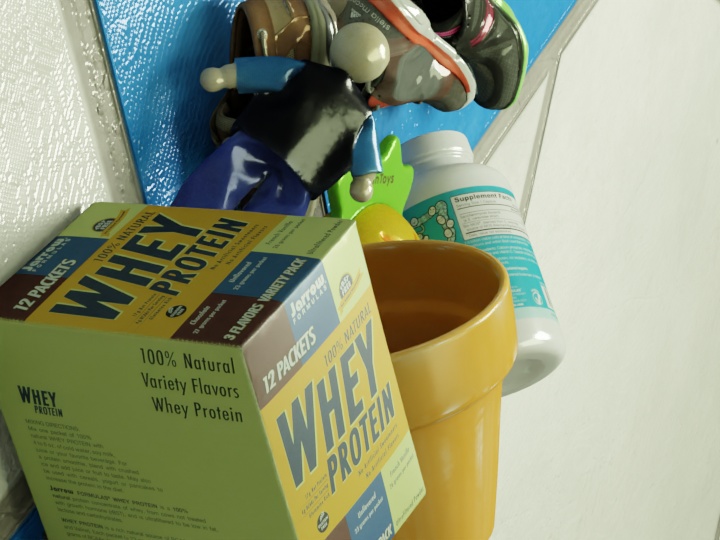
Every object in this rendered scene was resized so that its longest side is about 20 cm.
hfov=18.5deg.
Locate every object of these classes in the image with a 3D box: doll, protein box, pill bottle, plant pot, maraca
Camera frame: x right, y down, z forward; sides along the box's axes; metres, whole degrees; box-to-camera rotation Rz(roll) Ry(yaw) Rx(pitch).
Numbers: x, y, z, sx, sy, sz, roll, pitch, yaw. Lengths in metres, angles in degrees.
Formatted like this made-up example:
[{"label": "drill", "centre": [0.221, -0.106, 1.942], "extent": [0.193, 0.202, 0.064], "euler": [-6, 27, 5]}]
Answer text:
[{"label": "doll", "centre": [-0.053, -0.082, 1.438], "extent": [0.200, 0.136, 0.048], "euler": [-49, -171, -3]}, {"label": "protein box", "centre": [-0.094, 0.081, 1.325], "extent": [0.135, 0.198, 0.200], "euler": [-48, 134, -45]}, {"label": "pill bottle", "centre": [0.079, -0.006, 1.717], "extent": [0.111, 0.111, 0.200], "euler": [36, 33, -63]}, {"label": "plant pot", "centre": [0.016, 0.102, 1.493], "extent": [0.200, 0.200, 0.184], "euler": [-42, 127, -52]}, {"label": "maraca", "centre": [0.000, 0.000, 1.625], "extent": [0.137, 0.107, 0.200], "euler": [-11, 111, -63]}]

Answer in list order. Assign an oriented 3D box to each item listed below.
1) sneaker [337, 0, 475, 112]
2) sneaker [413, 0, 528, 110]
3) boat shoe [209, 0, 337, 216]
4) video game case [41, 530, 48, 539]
[{"label": "sneaker", "centre": [0.021, -0.157, 1.673], "extent": [0.082, 0.077, 0.200], "euler": [-48, 151, 1]}, {"label": "sneaker", "centre": [0.074, -0.203, 1.748], "extent": [0.084, 0.077, 0.200], "euler": [-51, 135, -31]}, {"label": "boat shoe", "centre": [-0.069, -0.095, 1.498], "extent": [0.072, 0.076, 0.200], "euler": [-4, 111, -30]}, {"label": "video game case", "centre": [-0.121, 0.157, 1.489], "extent": [0.200, 0.019, 0.143], "euler": [-54, 131, -36]}]
